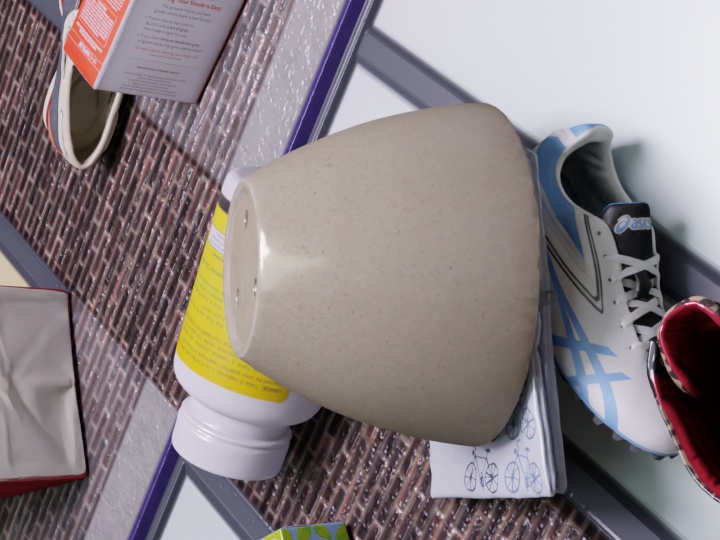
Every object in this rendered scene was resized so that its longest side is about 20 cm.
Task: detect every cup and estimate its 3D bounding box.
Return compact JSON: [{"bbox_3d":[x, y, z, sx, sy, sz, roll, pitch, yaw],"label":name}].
[{"bbox_3d":[0.000,0.000,0.859,0.200,0.143,0.201,-178,90,-73],"label":"cup"}]

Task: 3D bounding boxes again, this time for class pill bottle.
[{"bbox_3d":[-0.066,0.038,1.033,0.111,0.111,0.201,31,110,43],"label":"pill bottle"}]

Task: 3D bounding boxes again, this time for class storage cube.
[{"bbox_3d":[-0.362,0.111,1.286,0.179,0.200,0.172,-17,75,38],"label":"storage cube"}]

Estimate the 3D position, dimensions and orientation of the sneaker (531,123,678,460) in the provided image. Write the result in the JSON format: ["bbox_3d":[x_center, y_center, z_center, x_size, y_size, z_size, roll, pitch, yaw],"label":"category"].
[{"bbox_3d":[0.142,0.009,0.843,0.072,0.072,0.201,-43,59,49],"label":"sneaker"}]

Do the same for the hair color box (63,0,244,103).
[{"bbox_3d":[-0.137,-0.230,1.129,0.061,0.101,0.200,49,121,36],"label":"hair color box"}]

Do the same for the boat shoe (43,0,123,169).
[{"bbox_3d":[-0.216,-0.181,1.226,0.063,0.071,0.201,56,133,51],"label":"boat shoe"}]

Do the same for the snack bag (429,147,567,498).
[{"bbox_3d":[0.072,0.037,0.898,0.189,0.021,0.201,156,111,-71],"label":"snack bag"}]

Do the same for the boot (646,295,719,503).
[{"bbox_3d":[0.201,0.025,0.723,0.073,0.150,0.201,-25,71,43],"label":"boot"}]

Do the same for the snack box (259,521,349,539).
[{"bbox_3d":[-0.057,0.298,1.042,0.169,0.068,0.201,-36,61,40],"label":"snack box"}]
